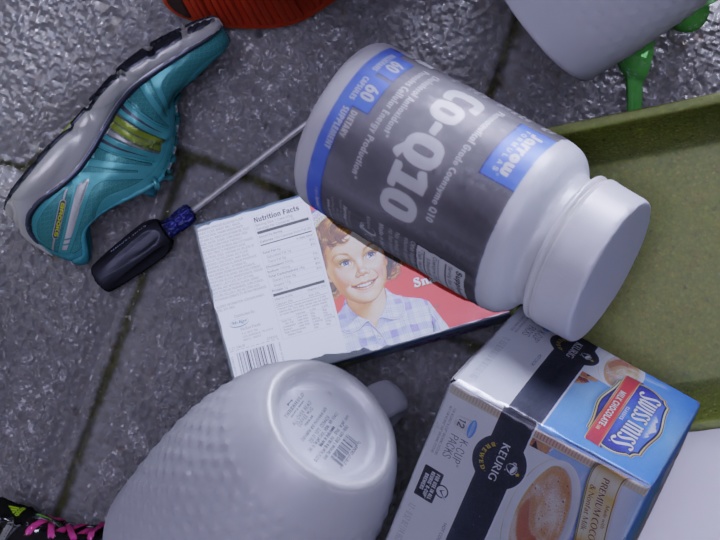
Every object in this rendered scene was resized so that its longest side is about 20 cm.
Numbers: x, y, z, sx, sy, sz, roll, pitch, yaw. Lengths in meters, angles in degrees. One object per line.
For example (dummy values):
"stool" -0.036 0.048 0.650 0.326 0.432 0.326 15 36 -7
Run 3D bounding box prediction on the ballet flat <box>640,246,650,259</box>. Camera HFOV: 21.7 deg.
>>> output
"ballet flat" 0.247 -0.074 1.230 0.068 0.063 0.201 38 91 8

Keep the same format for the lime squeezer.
"lime squeezer" 0.216 -0.151 1.250 0.070 0.038 0.200 40 91 7

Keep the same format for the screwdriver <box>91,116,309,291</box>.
"screwdriver" -0.103 -0.051 1.282 0.199 0.029 0.028 -37 84 9

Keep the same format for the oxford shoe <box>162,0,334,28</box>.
"oxford shoe" -0.041 -0.219 1.278 0.198 0.071 0.073 -12 60 7

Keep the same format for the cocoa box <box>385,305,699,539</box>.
"cocoa box" 0.099 0.153 1.140 0.130 0.133 0.202 28 117 13

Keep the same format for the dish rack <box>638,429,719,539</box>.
"dish rack" 0.178 0.148 1.237 0.200 0.044 0.172 -44 84 3

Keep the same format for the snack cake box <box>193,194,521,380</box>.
"snack cake box" 0.000 0.000 1.252 0.198 0.067 0.116 -15 84 5

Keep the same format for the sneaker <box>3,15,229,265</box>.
"sneaker" -0.155 -0.091 1.282 0.080 0.078 0.200 41 98 -11

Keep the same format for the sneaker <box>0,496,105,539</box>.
"sneaker" -0.213 0.188 1.263 0.198 0.074 0.088 -22 91 10

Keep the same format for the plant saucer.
"plant saucer" 0.190 0.000 1.178 0.198 0.048 0.202 -10 90 25

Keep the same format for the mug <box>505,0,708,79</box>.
"mug" 0.177 -0.245 1.197 0.175 0.201 0.148 -32 124 25

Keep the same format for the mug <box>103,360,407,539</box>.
"mug" -0.044 0.132 1.184 0.148 0.199 0.176 48 132 9

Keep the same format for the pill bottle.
"pill bottle" 0.068 -0.046 1.143 0.199 0.114 0.115 30 91 20
